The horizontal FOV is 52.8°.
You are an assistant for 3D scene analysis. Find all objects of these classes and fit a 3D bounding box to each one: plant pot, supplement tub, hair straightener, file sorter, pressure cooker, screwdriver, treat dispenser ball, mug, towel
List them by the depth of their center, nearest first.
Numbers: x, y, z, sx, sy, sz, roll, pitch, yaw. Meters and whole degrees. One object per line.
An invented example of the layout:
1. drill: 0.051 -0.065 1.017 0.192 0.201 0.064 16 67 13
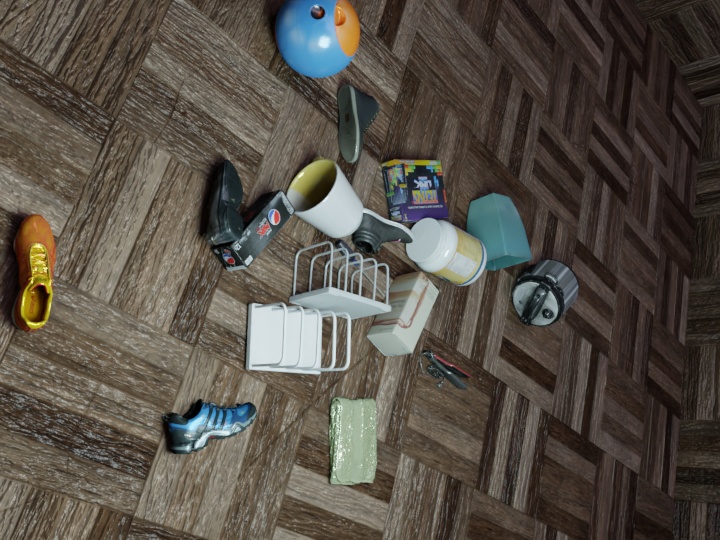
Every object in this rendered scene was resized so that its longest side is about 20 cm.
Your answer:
1. file sorter: -0.129 0.148 1.577 0.199 0.124 0.140 12 75 -43
2. treat dispenser ball: -0.100 -0.551 1.682 0.200 0.200 0.203 10 76 -44
3. file sorter: -0.043 0.026 1.687 0.199 0.138 0.126 20 66 -42
4. mug: -0.063 -0.170 1.700 0.153 0.148 0.188 43 62 -41
5. towel: -0.014 0.403 1.721 0.148 0.036 0.202 11 75 -45
6. screwdriver: 0.000 0.000 1.812 0.029 0.028 0.201 -40 116 -8
7. supplement tub: 0.233 -0.051 1.972 0.199 0.144 0.146 23 67 -40
8. hair straightener: 0.227 0.280 1.982 0.200 0.041 0.078 38 58 -35
9. plant pot: 0.400 -0.118 2.164 0.141 0.141 0.202 5 72 -45
10. pressure cooker: 0.573 0.076 2.272 0.200 0.178 0.177 -37 112 -43

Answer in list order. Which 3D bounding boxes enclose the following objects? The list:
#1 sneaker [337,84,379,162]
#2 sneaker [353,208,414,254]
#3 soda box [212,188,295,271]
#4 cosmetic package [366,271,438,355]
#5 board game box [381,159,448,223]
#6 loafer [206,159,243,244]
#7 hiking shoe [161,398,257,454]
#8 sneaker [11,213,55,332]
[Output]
1. sneaker: 0.004 -0.367 1.842 0.106 0.074 0.202 6 78 -41
2. sneaker: 0.054 -0.079 1.854 0.199 0.070 0.100 22 70 -35
3. soda box: -0.227 -0.088 1.564 0.064 0.070 0.200 57 48 -25
4. cosmetic package: 0.109 0.109 1.851 0.087 0.103 0.201 46 52 -27
5. board game box: 0.151 -0.216 1.981 0.199 0.056 0.167 -8 88 -46
6. loafer: -0.290 -0.144 1.511 0.073 0.072 0.202 48 30 -49
7. hiking shoe: -0.289 0.290 1.435 0.199 0.074 0.088 -18 97 -45
8. sneaker: -0.543 0.002 1.227 0.073 0.077 0.202 4 79 -43
